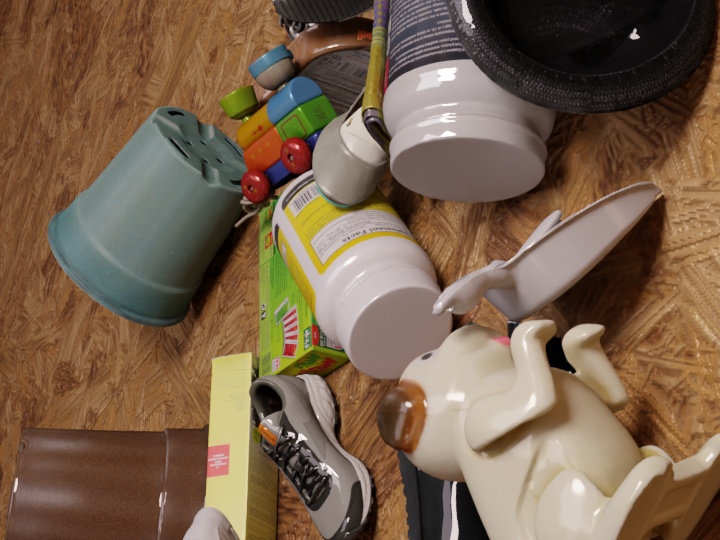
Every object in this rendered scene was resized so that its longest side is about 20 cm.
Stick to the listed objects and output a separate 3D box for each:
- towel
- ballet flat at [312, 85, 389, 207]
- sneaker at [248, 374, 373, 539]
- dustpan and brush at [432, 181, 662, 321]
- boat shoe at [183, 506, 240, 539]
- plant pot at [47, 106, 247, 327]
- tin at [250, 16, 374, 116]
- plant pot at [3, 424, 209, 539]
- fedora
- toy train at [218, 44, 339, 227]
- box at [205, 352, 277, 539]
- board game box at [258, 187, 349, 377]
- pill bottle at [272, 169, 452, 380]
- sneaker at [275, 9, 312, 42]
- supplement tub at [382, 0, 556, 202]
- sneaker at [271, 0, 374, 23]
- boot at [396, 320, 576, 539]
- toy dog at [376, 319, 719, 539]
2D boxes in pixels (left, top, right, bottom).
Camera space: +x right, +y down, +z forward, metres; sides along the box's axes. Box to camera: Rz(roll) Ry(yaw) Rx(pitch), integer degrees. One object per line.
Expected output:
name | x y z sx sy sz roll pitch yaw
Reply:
towel | 0.039 -0.180 1.057 0.023 0.144 0.202 -8 63 24
ballet flat | 0.010 -0.133 1.077 0.064 0.067 0.201 -55 4 38
sneaker | -0.050 0.173 1.087 0.074 0.079 0.201 -56 41 25
dustpan and brush | 0.112 -0.002 0.810 0.139 0.057 0.200 -41 1 42
boat shoe | -0.115 0.289 1.087 0.201 0.073 0.066 82 -162 -47
plant pot | -0.234 -0.072 1.408 0.196 0.199 0.201 -49 38 22
tin | -0.039 -0.184 1.204 0.200 0.111 0.042 -36 46 47
plant pot | -0.262 0.247 1.232 0.200 0.196 0.203 -170 90 -76
fedora | 0.150 -0.183 0.856 0.092 0.198 0.203 118 159 -71
toy train | -0.103 -0.128 1.172 0.199 0.084 0.116 -30 90 46
box | -0.117 0.189 1.184 0.050 0.075 0.202 -9 65 20
board game box | -0.059 0.011 1.208 0.101 0.047 0.202 -35 48 45
pill bottle | 0.000 0.000 1.055 0.115 0.113 0.200 -60 33 21
sneaker | -0.056 -0.260 1.296 0.077 0.081 0.201 -58 34 25
supplement tub | 0.089 -0.171 0.963 0.140 0.139 0.202 -23 57 52
sneaker | 0.005 -0.281 1.140 0.075 0.198 0.088 66 168 -1
boot | 0.106 0.151 0.862 0.162 0.073 0.200 -41 45 33
toy dog | 0.108 0.117 0.759 0.200 0.139 0.195 38 124 33
